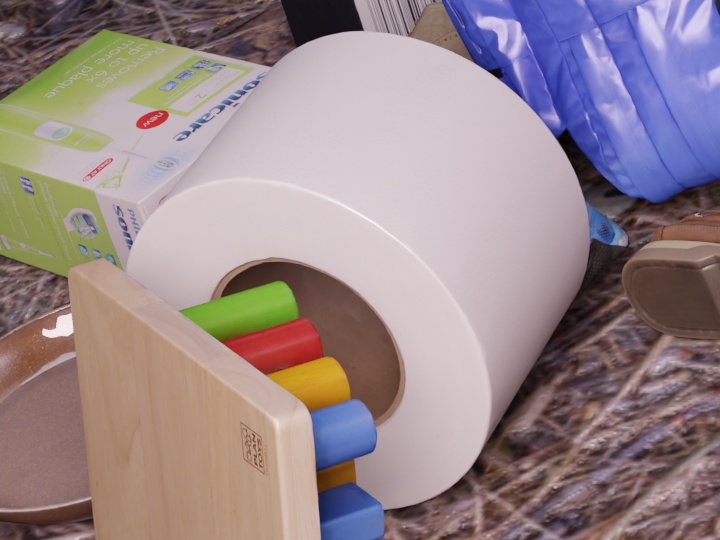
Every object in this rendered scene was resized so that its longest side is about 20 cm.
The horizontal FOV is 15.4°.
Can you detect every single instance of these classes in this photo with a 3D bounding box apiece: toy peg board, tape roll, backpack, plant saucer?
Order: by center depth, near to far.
[{"bbox_3d":[-0.039,0.108,1.208,0.097,0.201,0.199,-17,27,-27],"label":"toy peg board"},{"bbox_3d":[0.000,0.000,1.337,0.202,0.204,0.139,2,36,30],"label":"tape roll"},{"bbox_3d":[0.148,-0.137,1.445,0.167,0.201,0.163,-28,8,25],"label":"backpack"},{"bbox_3d":[-0.145,0.078,1.458,0.199,0.032,0.201,-14,30,8],"label":"plant saucer"}]

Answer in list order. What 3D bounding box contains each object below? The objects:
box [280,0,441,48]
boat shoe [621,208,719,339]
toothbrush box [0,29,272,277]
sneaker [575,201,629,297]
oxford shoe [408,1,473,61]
[{"bbox_3d":[0.080,-0.208,1.710,0.196,0.118,0.200,5,39,35],"label":"box"},{"bbox_3d":[0.227,-0.001,1.341,0.199,0.072,0.068,13,44,42],"label":"boat shoe"},{"bbox_3d":[-0.135,-0.065,1.630,0.199,0.086,0.145,18,47,44],"label":"toothbrush box"},{"bbox_3d":[0.071,-0.040,1.459,0.078,0.090,0.200,-41,32,-8],"label":"sneaker"},{"bbox_3d":[0.046,-0.113,1.575,0.199,0.070,0.075,-33,66,11],"label":"oxford shoe"}]
